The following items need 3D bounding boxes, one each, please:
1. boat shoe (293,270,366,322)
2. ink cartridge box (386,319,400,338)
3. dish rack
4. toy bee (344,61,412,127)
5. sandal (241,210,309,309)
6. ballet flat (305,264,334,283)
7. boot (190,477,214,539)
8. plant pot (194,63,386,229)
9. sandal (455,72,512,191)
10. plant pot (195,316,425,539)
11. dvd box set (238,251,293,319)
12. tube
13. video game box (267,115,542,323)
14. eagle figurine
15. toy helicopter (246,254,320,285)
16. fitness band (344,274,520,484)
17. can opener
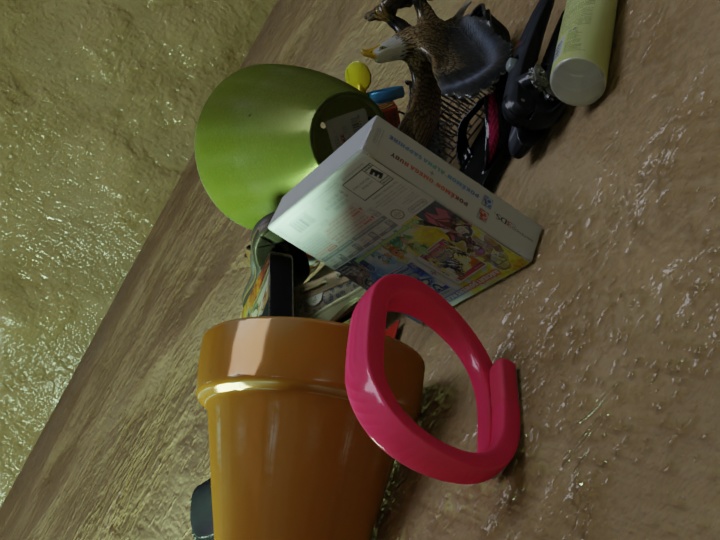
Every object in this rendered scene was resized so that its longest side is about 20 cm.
[{"bbox_3d":[0.000,0.000,1.391,0.199,0.063,0.073,-36,-9,25],"label":"boat shoe"},{"bbox_3d":[-0.039,0.123,1.394,0.200,0.050,0.110,-43,23,48],"label":"ink cartridge box"},{"bbox_3d":[0.099,-0.180,1.493,0.201,0.054,0.154,-52,17,28],"label":"dish rack"},{"bbox_3d":[0.008,-0.172,1.607,0.200,0.107,0.133,31,-131,-76],"label":"toy bee"},{"bbox_3d":[-0.101,-0.017,1.481,0.081,0.055,0.201,-24,-24,-14],"label":"sandal"},{"bbox_3d":[-0.030,0.024,1.498,0.067,0.069,0.200,-18,-12,-27],"label":"ballet flat"},{"bbox_3d":[-0.129,0.195,1.345,0.076,0.202,0.168,-17,-14,-41],"label":"boot"},{"bbox_3d":[-0.056,-0.137,1.437,0.199,0.186,0.189,1,62,62],"label":"plant pot"},{"bbox_3d":[0.122,-0.129,1.343,0.075,0.045,0.202,-5,57,63],"label":"sandal"},{"bbox_3d":[-0.050,0.159,1.158,0.200,0.198,0.186,-31,48,59],"label":"plant pot"},{"bbox_3d":[-0.114,0.099,1.441,0.201,0.029,0.148,119,157,-45],"label":"dvd box set"},{"bbox_3d":[0.213,-0.229,1.258,0.201,0.057,0.052,-73,-21,-47],"label":"tube"},{"bbox_3d":[0.036,-0.039,1.214,0.200,0.181,0.047,-32,27,57],"label":"video game box"},{"bbox_3d":[0.071,-0.212,1.380,0.149,0.202,0.152,-25,-24,-1],"label":"eagle figurine"},{"bbox_3d":[-0.054,-0.032,1.641,0.200,0.079,0.132,-47,-10,-11],"label":"toy helicopter"},{"bbox_3d":[0.054,0.082,1.018,0.038,0.143,0.201,-51,18,29],"label":"fitness band"},{"bbox_3d":[0.170,-0.200,1.298,0.079,0.063,0.202,-42,25,48],"label":"can opener"}]
